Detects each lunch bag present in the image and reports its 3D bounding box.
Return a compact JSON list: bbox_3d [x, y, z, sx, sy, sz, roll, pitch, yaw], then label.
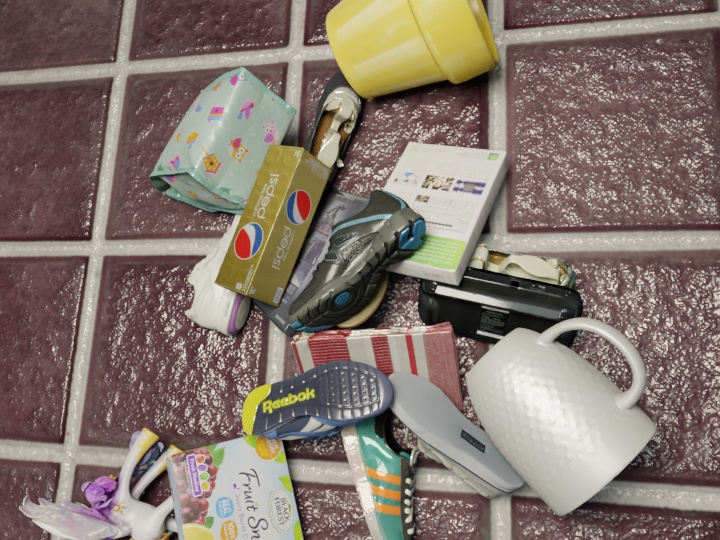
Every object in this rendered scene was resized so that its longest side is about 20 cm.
[{"bbox_3d":[-0.207,-0.177,0.840,0.200,0.122,0.171,8,71,51],"label":"lunch bag"}]

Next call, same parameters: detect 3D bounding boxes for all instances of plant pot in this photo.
[{"bbox_3d":[0.065,-0.332,0.800,0.188,0.201,0.201,-20,74,24],"label":"plant pot"}]

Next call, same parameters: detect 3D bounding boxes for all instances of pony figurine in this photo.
[{"bbox_3d":[-0.307,0.313,0.761,0.193,0.167,0.200,31,69,6],"label":"pony figurine"}]

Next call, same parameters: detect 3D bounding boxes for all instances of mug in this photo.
[{"bbox_3d":[0.225,0.140,0.660,0.175,0.147,0.200,47,125,20],"label":"mug"}]

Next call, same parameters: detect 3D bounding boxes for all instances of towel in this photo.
[{"bbox_3d":[0.024,0.130,0.741,0.199,0.144,0.023,-4,33,11],"label":"towel"}]

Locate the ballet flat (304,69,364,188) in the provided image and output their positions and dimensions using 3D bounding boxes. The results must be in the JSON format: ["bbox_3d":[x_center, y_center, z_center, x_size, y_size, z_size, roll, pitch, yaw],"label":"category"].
[{"bbox_3d":[-0.037,-0.201,0.843,0.073,0.073,0.201,21,85,16],"label":"ballet flat"}]

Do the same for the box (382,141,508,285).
[{"bbox_3d":[0.092,-0.081,0.761,0.144,0.036,0.200,13,58,28],"label":"box"}]

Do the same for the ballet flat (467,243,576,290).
[{"bbox_3d":[0.176,-0.005,0.757,0.199,0.074,0.075,9,80,12],"label":"ballet flat"}]

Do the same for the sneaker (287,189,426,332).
[{"bbox_3d":[-0.014,-0.009,0.702,0.200,0.073,0.082,-43,58,3],"label":"sneaker"}]

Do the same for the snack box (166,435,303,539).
[{"bbox_3d":[-0.151,0.314,0.731,0.142,0.053,0.201,-7,73,-29],"label":"snack box"}]

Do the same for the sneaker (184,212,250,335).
[{"bbox_3d":[-0.194,-0.014,0.835,0.099,0.075,0.201,12,80,15],"label":"sneaker"}]

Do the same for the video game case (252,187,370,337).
[{"bbox_3d":[-0.065,-0.018,0.791,0.200,0.019,0.143,-57,29,-3],"label":"video game case"}]

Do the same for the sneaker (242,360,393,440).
[{"bbox_3d":[-0.045,0.162,0.716,0.199,0.082,0.074,-15,56,25],"label":"sneaker"}]

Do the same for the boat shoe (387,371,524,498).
[{"bbox_3d":[0.097,0.209,0.718,0.202,0.075,0.086,36,128,-3],"label":"boat shoe"}]

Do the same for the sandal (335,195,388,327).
[{"bbox_3d":[0.006,0.000,0.799,0.077,0.070,0.212,-3,54,12],"label":"sandal"}]

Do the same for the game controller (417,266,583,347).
[{"bbox_3d":[0.169,0.049,0.739,0.199,0.105,0.042,13,46,15],"label":"game controller"}]

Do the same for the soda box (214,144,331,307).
[{"bbox_3d":[-0.113,-0.060,0.770,0.068,0.064,0.201,16,82,38],"label":"soda box"}]

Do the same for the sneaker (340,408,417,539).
[{"bbox_3d":[0.040,0.265,0.726,0.080,0.071,0.201,-20,79,5],"label":"sneaker"}]
